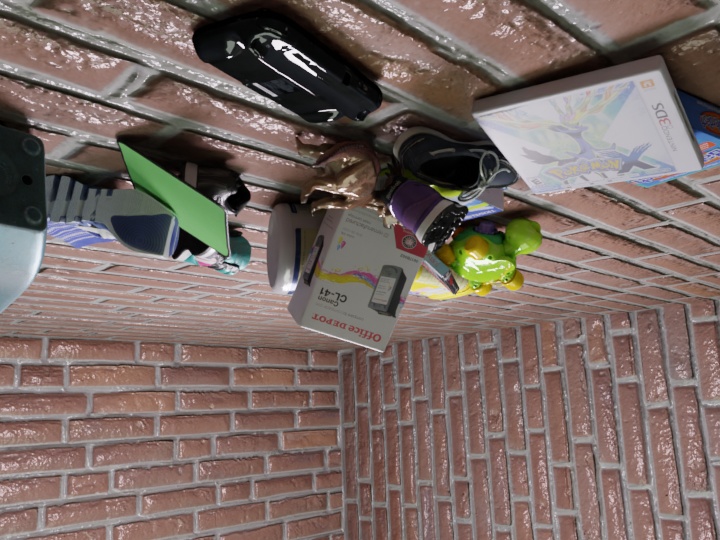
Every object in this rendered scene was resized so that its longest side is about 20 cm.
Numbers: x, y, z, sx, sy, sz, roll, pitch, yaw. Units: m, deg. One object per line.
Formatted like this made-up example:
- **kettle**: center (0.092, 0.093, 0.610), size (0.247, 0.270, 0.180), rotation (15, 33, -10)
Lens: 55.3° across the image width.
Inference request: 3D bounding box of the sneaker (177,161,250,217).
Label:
- **sneaker**: center (-0.200, -0.095, 0.973), size (0.090, 0.067, 0.200), rotation (1, 166, -6)

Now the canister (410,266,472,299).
- **canister**: center (0.141, 0.005, 1.486), size (0.199, 0.087, 0.148), rotation (10, 163, -42)

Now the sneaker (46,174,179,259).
- **sneaker**: center (-0.343, -0.078, 0.974), size (0.198, 0.081, 0.115), rotation (18, 179, 4)

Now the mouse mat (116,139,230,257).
- **mouse mat**: center (-0.238, -0.087, 0.901), size (0.161, 0.008, 0.200), rotation (33, 162, 1)

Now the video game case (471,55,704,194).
- **video game case**: center (0.251, -0.149, 0.758), size (0.199, 0.022, 0.182), rotation (-5, 153, 37)

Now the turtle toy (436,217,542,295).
- **turtle toy**: center (0.240, -0.036, 1.252), size (0.146, 0.101, 0.199), rotation (37, 149, -29)

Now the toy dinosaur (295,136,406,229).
- **toy dinosaur**: center (-0.002, -0.121, 0.858), size (0.135, 0.086, 0.200), rotation (-6, 162, 11)

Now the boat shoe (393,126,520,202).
- **boat shoe**: center (0.133, -0.128, 0.857), size (0.199, 0.062, 0.075), rotation (11, 131, -38)

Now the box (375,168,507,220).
- **box**: center (0.121, -0.112, 1.009), size (0.121, 0.048, 0.200), rotation (-11, 165, 38)

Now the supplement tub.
- **supplement tub**: center (-0.044, -0.033, 1.110), size (0.199, 0.146, 0.145), rotation (1, 168, -17)

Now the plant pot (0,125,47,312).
- **plant pot**: center (-0.452, -0.073, 0.756), size (0.199, 0.197, 0.195), rotation (-22, 159, 33)

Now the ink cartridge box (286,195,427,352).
- **ink cartridge box**: center (0.000, 0.000, 1.010), size (0.147, 0.201, 0.086), rotation (19, -174, -20)

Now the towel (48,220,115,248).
- **towel**: center (-0.469, -0.075, 1.126), size (0.144, 0.024, 0.200), rotation (-6, 168, 14)

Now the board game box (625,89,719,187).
- **board game box**: center (0.360, -0.157, 0.842), size (0.199, 0.045, 0.152), rotation (5, 166, -35)

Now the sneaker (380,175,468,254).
- **sneaker**: center (0.078, -0.080, 0.863), size (0.087, 0.076, 0.200), rotation (40, -176, 12)

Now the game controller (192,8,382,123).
- **game controller**: center (-0.063, -0.187, 0.653), size (0.104, 0.042, 0.200), rotation (8, 175, 32)

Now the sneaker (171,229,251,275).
- **sneaker**: center (-0.239, -0.040, 1.180), size (0.120, 0.084, 0.200), rotation (11, 171, -31)

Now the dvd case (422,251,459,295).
- **dvd case**: center (0.116, -0.024, 1.254), size (0.022, 0.146, 0.200), rotation (-46, 162, 2)
